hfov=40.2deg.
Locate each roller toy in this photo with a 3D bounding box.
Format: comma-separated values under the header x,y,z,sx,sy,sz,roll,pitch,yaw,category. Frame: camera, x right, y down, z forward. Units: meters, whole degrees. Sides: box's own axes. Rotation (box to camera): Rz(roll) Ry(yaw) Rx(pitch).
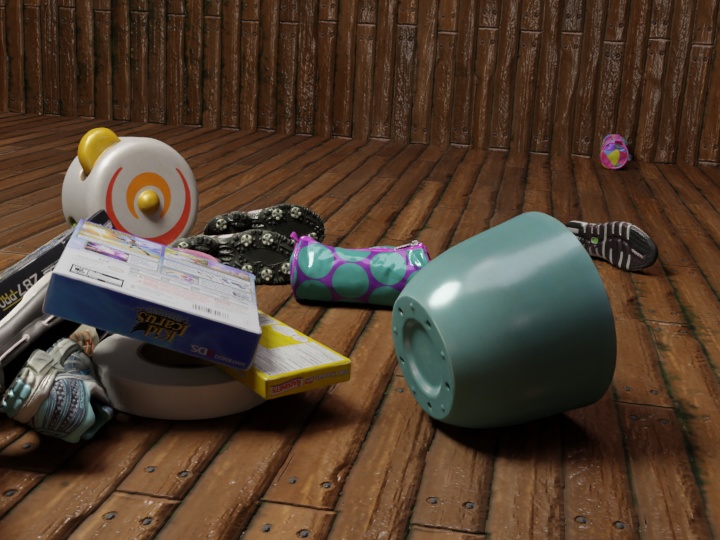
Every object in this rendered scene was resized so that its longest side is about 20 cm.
x,y,z,sx,sy,sz,roll,pitch,yaw,category
-0.340,-0.108,1.470,0.180,0.204,0.139,-3,8,-37,roller toy

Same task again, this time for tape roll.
x,y,z,sx,sy,sz,roll,pitch,yaw,category
-0.184,0.102,1.040,0.198,0.038,0.203,4,15,-1,tape roll

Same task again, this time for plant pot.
x,y,z,sx,sy,sz,roll,pitch,yaw,category
0.126,0.063,0.966,0.158,0.204,0.200,-18,22,-21,plant pot

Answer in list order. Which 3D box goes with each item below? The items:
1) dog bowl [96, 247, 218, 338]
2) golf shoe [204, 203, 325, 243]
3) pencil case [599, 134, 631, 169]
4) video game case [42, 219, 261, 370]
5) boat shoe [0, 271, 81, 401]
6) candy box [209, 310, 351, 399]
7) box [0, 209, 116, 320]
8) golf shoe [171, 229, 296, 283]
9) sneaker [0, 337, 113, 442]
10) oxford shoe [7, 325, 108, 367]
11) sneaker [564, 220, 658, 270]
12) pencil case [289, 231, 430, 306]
x,y,z,sx,sy,sz,roll,pitch,yaw,category
-0.258,0.025,1.239,0.196,0.075,0.200,3,15,-1,dog bowl
-0.156,-0.070,1.595,0.196,0.079,0.088,-1,7,-19,golf shoe
0.726,-0.341,2.808,0.087,0.090,0.200,6,14,11,pencil case
-0.200,0.021,0.976,0.197,0.046,0.182,18,15,-13,video game case
-0.330,0.083,0.933,0.056,0.067,0.201,32,52,1,boat shoe
-0.106,0.080,1.013,0.101,0.027,0.199,-11,21,-34,candy box
-0.389,0.000,1.202,0.159,0.050,0.200,-30,14,5,box
-0.179,-0.026,1.453,0.196,0.079,0.088,3,7,-3,golf shoe
-0.273,0.122,0.914,0.086,0.078,0.200,36,-1,-6,sneaker
-0.324,0.071,1.064,0.072,0.072,0.200,7,15,1,oxford shoe
0.451,-0.052,1.683,0.114,0.077,0.199,-4,15,-35,sneaker
0.000,0.000,1.352,0.196,0.094,0.085,2,15,0,pencil case
